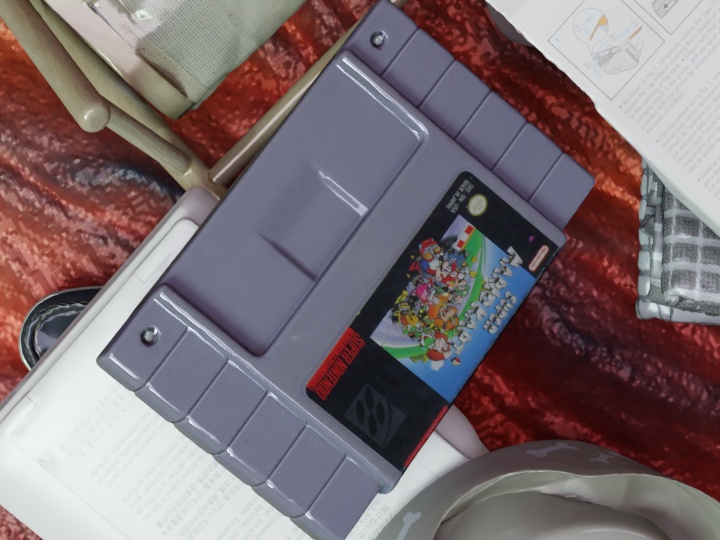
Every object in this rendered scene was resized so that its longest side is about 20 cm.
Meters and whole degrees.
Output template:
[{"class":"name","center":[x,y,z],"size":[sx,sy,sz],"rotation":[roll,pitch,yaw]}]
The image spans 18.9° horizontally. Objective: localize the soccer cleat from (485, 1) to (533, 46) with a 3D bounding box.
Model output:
[{"class":"soccer cleat","center":[0.119,-0.192,0.980],"size":[0.070,0.086,0.200],"rotation":[25,94,1]}]

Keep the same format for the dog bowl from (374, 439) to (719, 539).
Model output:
[{"class":"dog bowl","center":[0.076,0.163,0.935],"size":[0.200,0.059,0.201],"rotation":[-11,117,-22]}]

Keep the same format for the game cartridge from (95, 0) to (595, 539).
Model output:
[{"class":"game cartridge","center":[0.000,0.000,0.901],"size":[0.130,0.038,0.200],"rotation":[38,71,-5]}]

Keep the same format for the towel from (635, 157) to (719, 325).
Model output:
[{"class":"towel","center":[0.228,-0.049,0.985],"size":[0.199,0.086,0.166],"rotation":[6,93,2]}]

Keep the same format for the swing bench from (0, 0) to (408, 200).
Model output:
[{"class":"swing bench","center":[-0.077,-0.173,0.963],"size":[0.199,0.130,0.200],"rotation":[-44,63,5]}]

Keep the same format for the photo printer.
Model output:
[{"class":"photo printer","center":[-0.051,0.087,0.951],"size":[0.200,0.069,0.166],"rotation":[40,100,-8]}]

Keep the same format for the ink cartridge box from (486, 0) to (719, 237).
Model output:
[{"class":"ink cartridge box","center":[0.171,-0.107,0.914],"size":[0.200,0.050,0.161],"rotation":[42,92,-4]}]

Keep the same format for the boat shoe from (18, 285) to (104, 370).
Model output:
[{"class":"boat shoe","center":[-0.068,0.060,1.015],"size":[0.200,0.062,0.075],"rotation":[25,94,1]}]
